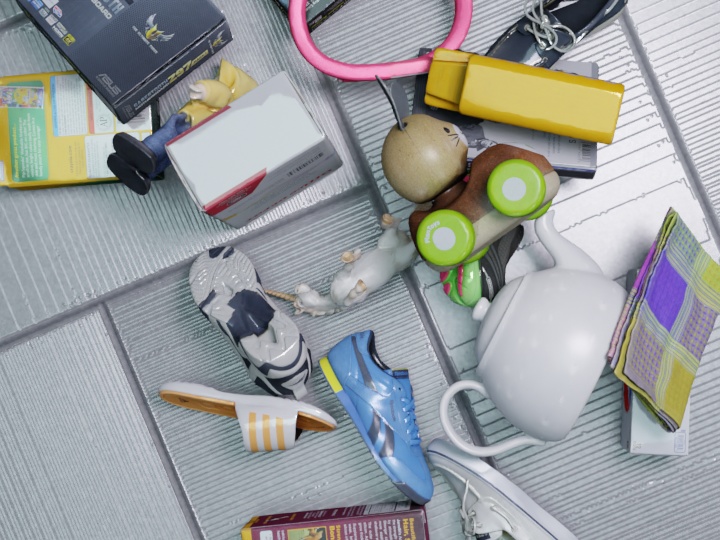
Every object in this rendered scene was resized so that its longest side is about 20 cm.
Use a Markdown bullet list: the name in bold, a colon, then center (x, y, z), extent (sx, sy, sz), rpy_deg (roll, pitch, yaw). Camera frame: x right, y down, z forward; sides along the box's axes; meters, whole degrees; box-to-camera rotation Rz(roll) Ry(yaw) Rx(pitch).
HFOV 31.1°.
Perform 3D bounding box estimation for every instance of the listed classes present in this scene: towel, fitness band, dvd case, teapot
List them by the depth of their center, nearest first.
- **towel**: center (0.320, 0.053, 1.324), extent (0.144, 0.023, 0.200), rpy_deg (44, 62, -35)
- **teapot**: center (0.182, 0.077, 1.357), extent (0.146, 0.197, 0.200), rpy_deg (26, 46, 8)
- **fitness band**: center (0.022, -0.277, 1.390), extent (0.200, 0.037, 0.144), rpy_deg (-6, 95, -5)
- **dvd case**: center (0.156, -0.172, 1.402), extent (0.200, 0.025, 0.150), rpy_deg (6, 58, 3)

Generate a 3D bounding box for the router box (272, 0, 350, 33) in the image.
- **router box**: center (-0.036, -0.379, 1.430), extent (0.200, 0.062, 0.150), rpy_deg (-40, 89, 2)

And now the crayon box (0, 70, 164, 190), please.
- **crayon box**: center (-0.326, -0.158, 1.449), extent (0.200, 0.052, 0.126), rpy_deg (-4, 89, 2)

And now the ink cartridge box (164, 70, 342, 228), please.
- **ink cartridge box**: center (-0.107, -0.121, 1.363), extent (0.146, 0.200, 0.083), rpy_deg (-32, 85, 2)

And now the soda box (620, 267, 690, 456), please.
- **soda box**: center (0.322, 0.098, 1.403), extent (0.064, 0.068, 0.200), rpy_deg (3, 89, 2)

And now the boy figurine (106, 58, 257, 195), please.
- **boy figurine**: center (-0.180, -0.167, 1.391), extent (0.064, 0.124, 0.200), rpy_deg (38, 55, 6)

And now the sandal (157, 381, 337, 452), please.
- **sandal**: center (-0.127, 0.170, 1.419), extent (0.207, 0.079, 0.059), rpy_deg (8, 69, 11)

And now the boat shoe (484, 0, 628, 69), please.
- **boat shoe**: center (0.210, -0.263, 1.399), extent (0.200, 0.062, 0.075), rpy_deg (-31, 72, -7)

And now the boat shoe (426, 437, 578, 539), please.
- **boat shoe**: center (0.139, 0.272, 1.406), extent (0.202, 0.075, 0.086), rpy_deg (40, 74, -4)

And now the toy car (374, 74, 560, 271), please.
- **toy car**: center (0.086, -0.115, 1.289), extent (0.158, 0.164, 0.200), rpy_deg (-35, 84, 10)

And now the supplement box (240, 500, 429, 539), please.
- **supplement box**: center (-0.022, 0.319, 1.409), extent (0.200, 0.086, 0.110), rpy_deg (-6, 88, 3)

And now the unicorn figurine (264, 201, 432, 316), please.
- **unicorn figurine**: center (0.000, 0.000, 1.404), extent (0.200, 0.137, 0.074), rpy_deg (-22, 78, -12)

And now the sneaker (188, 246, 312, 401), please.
- **sneaker**: center (-0.115, 0.069, 1.426), extent (0.079, 0.130, 0.199), rpy_deg (-37, 51, -17)

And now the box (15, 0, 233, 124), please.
- **box**: center (-0.262, -0.281, 1.414), extent (0.158, 0.051, 0.200), rpy_deg (-39, 74, -9)

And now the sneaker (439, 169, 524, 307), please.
- **sneaker**: center (0.135, -0.057, 1.423), extent (0.084, 0.077, 0.200), rpy_deg (10, 82, -31)

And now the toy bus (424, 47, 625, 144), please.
- **toy bus**: center (0.167, -0.181, 1.335), extent (0.200, 0.078, 0.065), rpy_deg (13, 102, 8)

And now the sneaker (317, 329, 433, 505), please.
- **sneaker**: center (0.034, 0.157, 1.405), extent (0.078, 0.066, 0.200), rpy_deg (-34, 76, 7)
